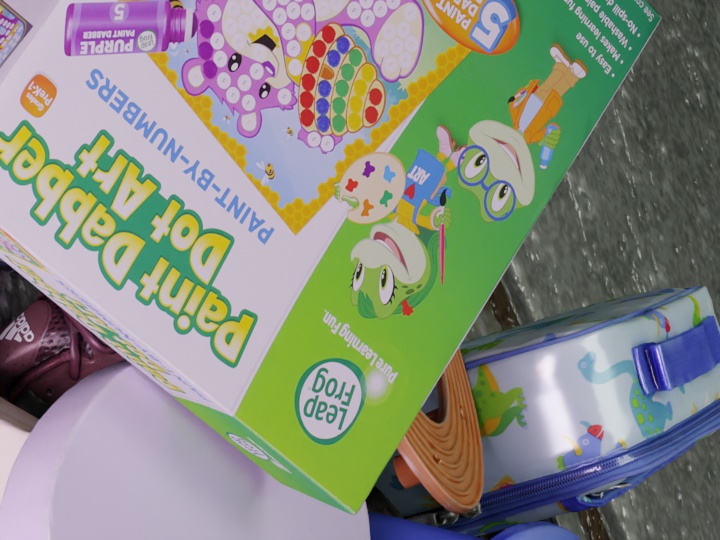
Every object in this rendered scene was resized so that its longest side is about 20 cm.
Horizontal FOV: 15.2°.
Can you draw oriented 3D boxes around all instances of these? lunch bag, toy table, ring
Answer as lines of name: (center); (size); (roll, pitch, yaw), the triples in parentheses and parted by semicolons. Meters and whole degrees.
lunch bag: (0.079, 0.063, 1.201); (0.200, 0.161, 0.082); (-17, 88, -66)
toy table: (-0.091, 0.101, 0.873); (0.200, 0.117, 0.184); (9, 67, -63)
ring: (0.000, 0.000, 1.028); (0.200, 0.019, 0.200); (-23, 90, -78)

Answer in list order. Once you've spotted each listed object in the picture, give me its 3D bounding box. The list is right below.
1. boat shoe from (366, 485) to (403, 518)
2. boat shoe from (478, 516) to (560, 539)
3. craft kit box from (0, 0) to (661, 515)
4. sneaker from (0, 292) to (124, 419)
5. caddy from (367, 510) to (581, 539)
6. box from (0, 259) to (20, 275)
boat shoe: (-0.015, 0.104, 1.082); (0.201, 0.072, 0.066); (43, 30, -55)
boat shoe: (0.074, 0.179, 1.223); (0.060, 0.074, 0.200); (59, 25, -28)
craft kit box: (-0.019, -0.058, 0.820); (0.200, 0.049, 0.198); (42, 77, -39)
sneaker: (-0.083, 0.003, 0.928); (0.076, 0.115, 0.200); (-112, -171, -45)
caddy: (0.023, 0.182, 0.994); (0.141, 0.105, 0.200); (26, 84, -55)
box: (-0.099, -0.071, 1.055); (0.200, 0.044, 0.160); (19, 58, -61)
